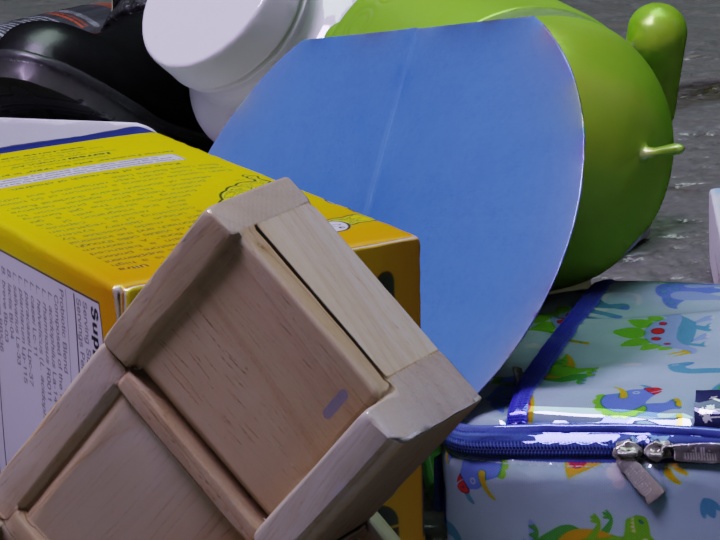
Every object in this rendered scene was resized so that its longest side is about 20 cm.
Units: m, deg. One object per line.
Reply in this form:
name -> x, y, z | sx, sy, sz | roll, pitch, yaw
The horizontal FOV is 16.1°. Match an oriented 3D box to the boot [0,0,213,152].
boot -> -0.114, -0.132, 1.277 | 0.079, 0.159, 0.211 | 0, -11, 28

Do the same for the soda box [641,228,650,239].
soda box -> 0.056, -0.052, 1.383 | 0.199, 0.064, 0.068 | 8, 18, 28

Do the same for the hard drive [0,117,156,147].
hard drive -> -0.138, -0.040, 1.270 | 0.131, 0.027, 0.200 | 3, -10, 13

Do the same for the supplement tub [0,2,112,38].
supplement tub -> -0.203, -0.089, 1.452 | 0.106, 0.108, 0.199 | 11, 19, 37

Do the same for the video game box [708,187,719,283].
video game box -> 0.260, 0.003, 1.207 | 0.180, 0.047, 0.200 | 2, 16, 5

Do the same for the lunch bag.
lunch bag -> 0.116, 0.060, 0.954 | 0.159, 0.083, 0.200 | 0, 14, 18

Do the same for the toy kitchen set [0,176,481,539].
toy kitchen set -> -0.064, 0.118, 0.638 | 0.163, 0.200, 0.180 | 48, 33, 12

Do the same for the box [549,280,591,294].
box -> 0.000, 0.000, 1.174 | 0.198, 0.078, 0.095 | -5, 16, -14

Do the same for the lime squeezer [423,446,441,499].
lime squeezer -> 0.053, 0.054, 1.085 | 0.071, 0.038, 0.200 | 39, 30, 17

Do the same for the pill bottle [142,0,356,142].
pill bottle -> -0.012, -0.086, 1.249 | 0.112, 0.113, 0.200 | 17, -15, 48

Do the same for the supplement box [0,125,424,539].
supplement box -> -0.074, 0.026, 0.864 | 0.109, 0.110, 0.200 | -11, 18, -29

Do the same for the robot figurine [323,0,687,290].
robot figurine -> 0.053, -0.061, 1.058 | 0.175, 0.116, 0.200 | -27, 26, -14

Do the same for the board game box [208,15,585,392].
board game box -> 0.012, -0.013, 0.962 | 0.199, 0.159, 0.039 | -2, -24, 41
